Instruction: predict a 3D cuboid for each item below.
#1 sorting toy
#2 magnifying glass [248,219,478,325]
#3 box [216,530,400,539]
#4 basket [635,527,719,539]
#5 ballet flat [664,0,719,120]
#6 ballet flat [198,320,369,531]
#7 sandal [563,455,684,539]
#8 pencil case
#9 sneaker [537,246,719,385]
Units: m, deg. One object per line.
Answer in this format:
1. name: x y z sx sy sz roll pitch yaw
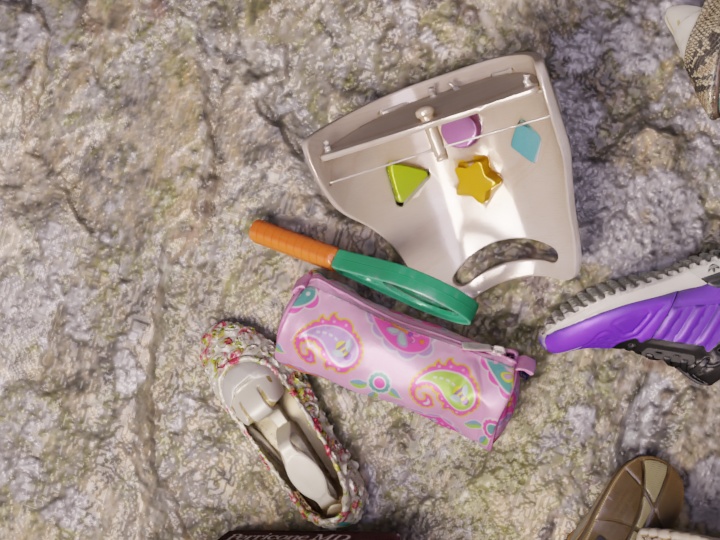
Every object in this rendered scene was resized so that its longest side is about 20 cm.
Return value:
1. sorting toy: 0.087 -0.060 1.003 0.200 0.107 0.180 -15 107 25
2. magnifying glass: 0.000 0.000 1.015 0.200 0.080 0.022 22 82 24
3. box: -0.072 0.302 0.958 0.166 0.200 0.165 -5 95 26
4. basket: 0.300 0.271 0.956 0.200 0.136 0.124 15 79 -9
5. ballet flat: 0.280 -0.216 0.995 0.075 0.068 0.200 20 89 26
6. ballet flat: -0.062 0.124 1.041 0.076 0.064 0.200 -39 88 8
7. sandal: 0.184 0.234 1.031 0.080 0.054 0.200 38 81 -3
8. pencil case: 0.033 0.068 1.015 0.200 0.087 0.088 21 95 5
9. sneaker: 0.242 0.048 1.003 0.200 0.070 0.100 -18 93 7
